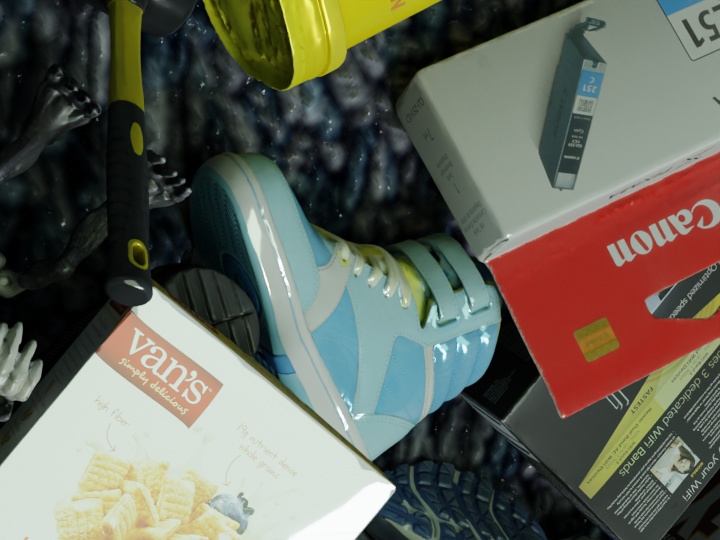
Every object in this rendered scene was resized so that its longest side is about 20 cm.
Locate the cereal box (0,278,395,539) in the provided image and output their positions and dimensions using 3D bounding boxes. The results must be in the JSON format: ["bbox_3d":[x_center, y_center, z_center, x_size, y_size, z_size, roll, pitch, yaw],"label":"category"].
[{"bbox_3d":[-0.101,0.120,0.823,0.144,0.040,0.200,40,89,-20],"label":"cereal box"}]

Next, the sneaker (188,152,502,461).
[{"bbox_3d":[0.000,0.000,0.948,0.130,0.080,0.201,-32,134,-15],"label":"sneaker"}]

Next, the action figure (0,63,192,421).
[{"bbox_3d":[-0.171,0.005,0.817,0.119,0.102,0.200,44,79,-2],"label":"action figure"}]

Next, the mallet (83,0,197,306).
[{"bbox_3d":[-0.102,-0.073,0.792,0.066,0.201,0.041,32,127,-29],"label":"mallet"}]

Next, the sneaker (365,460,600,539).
[{"bbox_3d":[0.073,0.176,1.071,0.199,0.077,0.085,30,114,-24],"label":"sneaker"}]

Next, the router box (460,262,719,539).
[{"bbox_3d":[0.165,0.036,1.084,0.200,0.052,0.157,-49,128,-5],"label":"router box"}]

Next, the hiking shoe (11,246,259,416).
[{"bbox_3d":[-0.124,0.077,0.883,0.200,0.101,0.076,-46,106,-1],"label":"hiking shoe"}]

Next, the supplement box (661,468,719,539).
[{"bbox_3d":[0.279,0.197,1.178,0.200,0.133,0.197,-46,127,-7],"label":"supplement box"}]

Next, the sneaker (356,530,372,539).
[{"bbox_3d":[-0.047,0.165,1.001,0.112,0.078,0.200,-39,126,1],"label":"sneaker"}]

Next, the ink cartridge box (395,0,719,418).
[{"bbox_3d":[0.143,-0.050,0.976,0.199,0.045,0.177,-25,81,-22],"label":"ink cartridge box"}]

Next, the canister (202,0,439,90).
[{"bbox_3d":[0.020,-0.189,0.873,0.199,0.086,0.149,-30,124,-21],"label":"canister"}]
